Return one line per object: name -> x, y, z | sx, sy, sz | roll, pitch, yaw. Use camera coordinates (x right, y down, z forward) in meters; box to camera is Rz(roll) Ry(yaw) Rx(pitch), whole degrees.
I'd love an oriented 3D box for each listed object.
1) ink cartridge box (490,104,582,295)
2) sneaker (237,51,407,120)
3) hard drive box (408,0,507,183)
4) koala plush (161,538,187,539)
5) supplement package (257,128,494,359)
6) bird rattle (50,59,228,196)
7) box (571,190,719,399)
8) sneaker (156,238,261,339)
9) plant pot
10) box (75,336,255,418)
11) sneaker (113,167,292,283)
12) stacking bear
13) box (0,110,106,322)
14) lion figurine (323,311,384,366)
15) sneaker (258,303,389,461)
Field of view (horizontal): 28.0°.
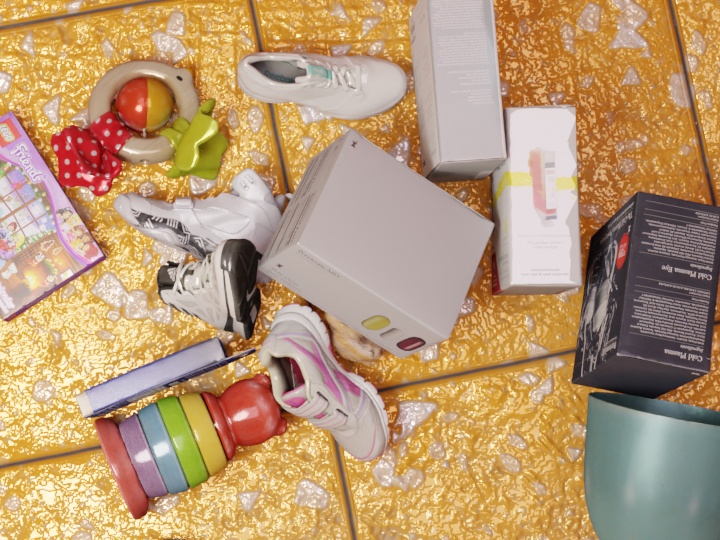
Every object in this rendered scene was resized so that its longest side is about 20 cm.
ink cartridge box -> 0.196, -0.076, 1.638 | 0.083, 0.145, 0.201 | 0, 85, -3
sneaker -> -0.043, -0.220, 1.663 | 0.199, 0.088, 0.076 | 2, 84, -4
hard drive box -> 0.108, -0.210, 1.639 | 0.076, 0.156, 0.201 | -4, 86, -5
koala plush -> -0.218, 0.383, 1.546 | 0.177, 0.200, 0.185 | 21, 84, -1
supplement package -> 0.018, -0.026, 1.580 | 0.200, 0.111, 0.156 | 32, 63, -16
bird rattle -> -0.253, -0.164, 1.655 | 0.199, 0.113, 0.164 | -4, 65, -1
box -> 0.316, 0.033, 1.597 | 0.104, 0.200, 0.183 | 10, 75, -3
sneaker -> -0.174, 0.016, 1.584 | 0.115, 0.201, 0.076 | 13, 67, 4
plant pot -> 0.339, 0.233, 1.602 | 0.200, 0.201, 0.162 | 9, 93, -3
box -> -0.213, 0.114, 1.608 | 0.199, 0.121, 0.033 | -21, 86, -5
sneaker -> -0.175, -0.072, 1.652 | 0.199, 0.075, 0.115 | 24, 84, -6
stacking bear -> -0.184, 0.184, 1.615 | 0.199, 0.114, 0.122 | -23, 87, -10
box -> -0.402, -0.062, 1.652 | 0.137, 0.039, 0.200 | -33, 88, -6
lion figurine -> 0.000, 0.000, 1.657 | 0.122, 0.072, 0.201 | 24, 79, -12
sneaker -> -0.049, 0.140, 1.615 | 0.200, 0.081, 0.088 | 51, 41, -4
